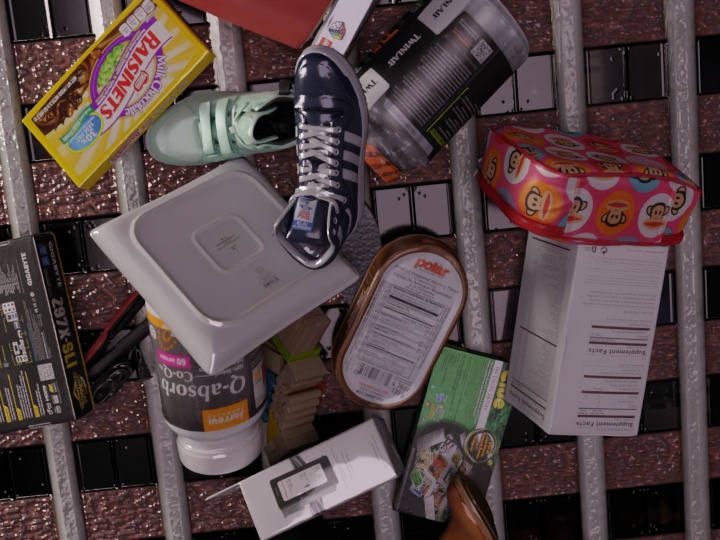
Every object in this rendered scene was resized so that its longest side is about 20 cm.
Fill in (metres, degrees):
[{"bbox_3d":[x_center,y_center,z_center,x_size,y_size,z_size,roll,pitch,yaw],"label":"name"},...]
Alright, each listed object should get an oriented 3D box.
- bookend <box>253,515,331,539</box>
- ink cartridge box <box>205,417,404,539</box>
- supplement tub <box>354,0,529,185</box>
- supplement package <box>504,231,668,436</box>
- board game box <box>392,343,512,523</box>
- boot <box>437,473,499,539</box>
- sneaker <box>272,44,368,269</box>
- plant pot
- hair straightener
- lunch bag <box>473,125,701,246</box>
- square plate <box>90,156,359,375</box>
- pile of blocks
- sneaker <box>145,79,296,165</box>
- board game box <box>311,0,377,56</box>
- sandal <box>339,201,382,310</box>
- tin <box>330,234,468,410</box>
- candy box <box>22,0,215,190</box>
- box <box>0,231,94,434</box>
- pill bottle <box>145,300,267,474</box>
[{"bbox_3d":[-0.118,0.377,0.951,0.196,0.200,0.093,-21,99,1],"label":"bookend"},{"bbox_3d":[-0.056,0.233,0.965,0.198,0.116,0.069,-25,78,3],"label":"ink cartridge box"},{"bbox_3d":[0.065,-0.193,0.903,0.122,0.123,0.200,44,95,-7],"label":"supplement tub"},{"bbox_3d":[0.236,0.061,0.944,0.108,0.114,0.204,4,100,-17],"label":"supplement package"},{"bbox_3d":[0.110,0.190,1.016,0.103,0.023,0.203,15,98,-3],"label":"board game box"},{"bbox_3d":[0.087,0.331,0.998,0.152,0.074,0.202,-19,113,7],"label":"boot"},{"bbox_3d":[-0.040,-0.097,0.824,0.069,0.109,0.203,9,127,19],"label":"sneaker"},{"bbox_3d":[-0.097,-0.324,0.854,0.176,0.201,0.202,29,97,-14],"label":"plant pot"},{"bbox_3d":[-0.268,0.101,0.975,0.200,0.041,0.077,-45,80,6],"label":"hair straightener"},{"bbox_3d":[0.221,-0.095,0.898,0.197,0.177,0.083,4,117,-20],"label":"lunch bag"},{"bbox_3d":[-0.130,-0.021,0.878,0.199,0.029,0.198,-33,68,-33],"label":"square plate"},{"bbox_3d":[-0.072,0.116,0.990,0.062,0.082,0.203,-8,114,-43],"label":"pile of blocks"},{"bbox_3d":[-0.134,-0.151,0.907,0.197,0.118,0.075,-12,101,2],"label":"sneaker"},{"bbox_3d":[0.013,-0.297,0.883,0.034,0.126,0.202,29,98,-5],"label":"board game box"},{"bbox_3d":[0.000,0.001,0.977,0.075,0.043,0.203,-22,110,2],"label":"sandal"},{"bbox_3d":[0.043,0.059,0.959,0.111,0.042,0.202,21,105,-18],"label":"tin"},{"bbox_3d":[-0.255,-0.192,0.933,0.200,0.026,0.102,-45,84,6],"label":"candy box"},{"bbox_3d":[-0.387,0.073,0.953,0.157,0.049,0.204,-11,95,12],"label":"box"},{"bbox_3d":[-0.158,0.105,0.936,0.114,0.117,0.203,-4,113,-1],"label":"pill bottle"}]
